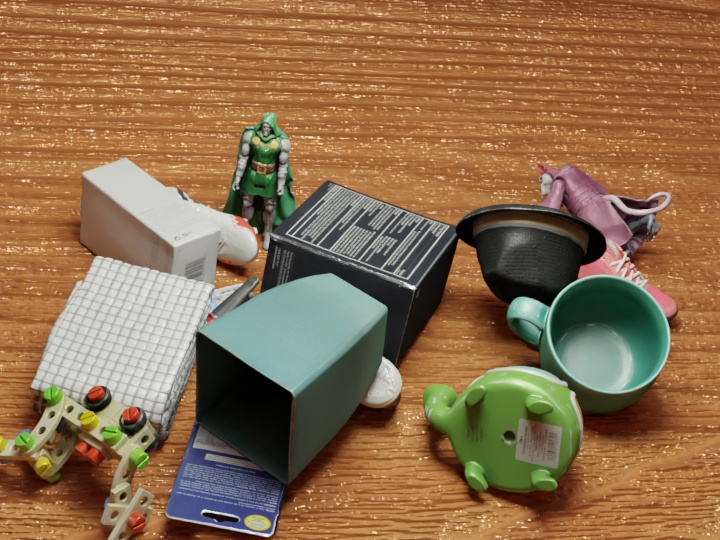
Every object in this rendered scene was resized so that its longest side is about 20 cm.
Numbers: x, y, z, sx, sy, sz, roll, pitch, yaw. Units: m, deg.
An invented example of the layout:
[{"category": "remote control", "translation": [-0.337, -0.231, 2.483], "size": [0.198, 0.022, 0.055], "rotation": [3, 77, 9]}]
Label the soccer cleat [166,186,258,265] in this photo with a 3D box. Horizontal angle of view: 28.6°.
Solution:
[{"category": "soccer cleat", "translation": [-0.219, -0.058, 1.891], "size": [0.199, 0.069, 0.085], "rotation": [31, 24, 34]}]

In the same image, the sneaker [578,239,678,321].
[{"category": "sneaker", "translation": [0.343, 0.006, 1.927], "size": [0.199, 0.087, 0.074], "rotation": [28, 40, 24]}]

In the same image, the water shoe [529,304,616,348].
[{"category": "water shoe", "translation": [0.308, 0.063, 1.853], "size": [0.198, 0.072, 0.079], "rotation": [6, 33, -6]}]

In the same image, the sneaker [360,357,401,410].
[{"category": "sneaker", "translation": [-0.030, 0.108, 1.712], "size": [0.077, 0.082, 0.200], "rotation": [-45, 66, -9]}]

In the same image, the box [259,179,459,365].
[{"category": "box", "translation": [0.000, 0.000, 1.809], "size": [0.197, 0.124, 0.200], "rotation": [20, 29, 14]}]

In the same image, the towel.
[{"category": "towel", "translation": [-0.272, 0.092, 1.638], "size": [0.164, 0.086, 0.201], "rotation": [12, 53, 7]}]

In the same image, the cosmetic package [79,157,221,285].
[{"category": "cosmetic package", "translation": [-0.277, -0.047, 1.833], "size": [0.081, 0.114, 0.200], "rotation": [-23, 49, -38]}]

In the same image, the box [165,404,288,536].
[{"category": "box", "translation": [-0.138, 0.221, 1.559], "size": [0.120, 0.033, 0.201], "rotation": [11, 34, 2]}]

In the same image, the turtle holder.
[{"category": "turtle holder", "translation": [0.168, 0.180, 1.624], "size": [0.184, 0.142, 0.132], "rotation": [-21, 6, 26]}]

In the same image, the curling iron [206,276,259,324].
[{"category": "curling iron", "translation": [-0.194, 0.063, 1.738], "size": [0.049, 0.026, 0.200], "rotation": [30, 53, 26]}]

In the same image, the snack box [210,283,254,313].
[{"category": "snack box", "translation": [-0.131, 0.086, 1.756], "size": [0.071, 0.025, 0.200], "rotation": [-14, 42, -29]}]

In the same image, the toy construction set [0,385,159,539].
[{"category": "toy construction set", "translation": [-0.288, 0.195, 1.494], "size": [0.199, 0.093, 0.131], "rotation": [32, 64, 26]}]

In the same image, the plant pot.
[{"category": "plant pot", "translation": [-0.065, 0.102, 1.574], "size": [0.141, 0.142, 0.200], "rotation": [30, 46, 27]}]

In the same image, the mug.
[{"category": "mug", "translation": [0.285, 0.085, 1.746], "size": [0.151, 0.115, 0.185], "rotation": [-35, 72, -14]}]

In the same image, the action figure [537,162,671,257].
[{"category": "action figure", "translation": [0.321, -0.095, 2.023], "size": [0.133, 0.150, 0.200], "rotation": [-27, 62, -32]}]

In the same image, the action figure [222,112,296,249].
[{"category": "action figure", "translation": [-0.132, -0.123, 1.895], "size": [0.117, 0.202, 0.055], "rotation": [9, 35, 1]}]

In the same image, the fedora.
[{"category": "fedora", "translation": [0.214, -0.010, 1.790], "size": [0.198, 0.201, 0.093], "rotation": [7, 70, -3]}]
